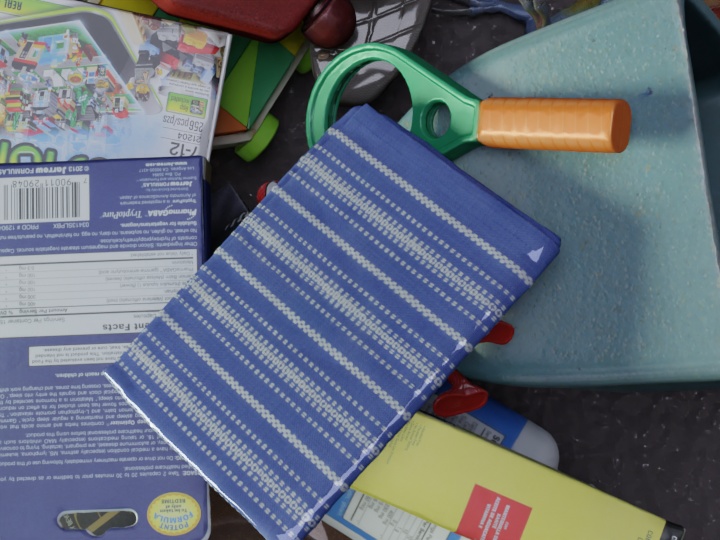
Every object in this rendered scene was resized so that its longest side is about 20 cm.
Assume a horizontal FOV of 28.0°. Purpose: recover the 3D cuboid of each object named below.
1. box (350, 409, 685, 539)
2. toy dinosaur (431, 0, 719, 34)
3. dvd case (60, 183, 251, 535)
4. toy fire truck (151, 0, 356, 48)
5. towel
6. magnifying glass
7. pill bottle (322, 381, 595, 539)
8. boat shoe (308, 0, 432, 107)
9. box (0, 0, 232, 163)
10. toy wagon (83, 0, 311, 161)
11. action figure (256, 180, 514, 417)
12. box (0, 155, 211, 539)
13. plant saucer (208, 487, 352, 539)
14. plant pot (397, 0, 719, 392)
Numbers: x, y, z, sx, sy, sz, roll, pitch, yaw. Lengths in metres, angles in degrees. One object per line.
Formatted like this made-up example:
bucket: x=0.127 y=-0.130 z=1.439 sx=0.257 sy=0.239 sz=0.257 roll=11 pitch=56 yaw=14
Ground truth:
box: x=0.059 y=0.111 z=0.732 sx=0.198 sy=0.075 sz=0.051 roll=24 pitch=85 yaw=-3
toy dinosaur: x=0.132 y=-0.136 z=0.867 sx=0.199 sy=0.105 sz=0.183 roll=34 pitch=96 yaw=4
dvd case: x=-0.118 y=0.061 z=0.811 sx=0.199 sy=0.016 sz=0.149 roll=-37 pitch=59 yaw=1
toy fire truck: x=-0.043 y=-0.219 z=0.817 sx=0.168 sy=0.112 sz=0.201 roll=40 pitch=76 yaw=-14
towel: x=-0.014 y=0.021 z=0.703 sx=0.144 sy=0.024 sz=0.200 roll=37 pitch=78 yaw=30
magnifying glass: x=0.049 y=-0.077 z=0.743 sx=0.198 sy=0.022 sz=0.081 roll=7 pitch=92 yaw=42
pill bottle: x=0.045 y=0.119 z=0.830 sx=0.198 sy=0.112 sz=0.113 roll=31 pitch=86 yaw=8
boat shoe: x=0.014 y=-0.191 z=0.897 sx=0.073 sy=0.073 sz=0.203 roll=13 pitch=78 yaw=4
box: x=-0.178 y=-0.097 z=0.807 sx=0.197 sy=0.035 sz=0.112 roll=10 pitch=89 yaw=-9
toy wagon: x=-0.088 y=-0.172 z=0.884 sx=0.155 sy=0.039 sz=0.201 roll=37 pitch=71 yaw=-20
action figure: x=0.000 y=0.000 z=0.774 sx=0.200 sy=0.051 sz=0.066 roll=42 pitch=124 yaw=46
box: x=-0.137 y=0.043 z=0.761 sx=0.119 sy=0.032 sz=0.203 roll=-2 pitch=82 yaw=0
plant saucer: x=-0.058 y=0.203 z=0.825 sx=0.197 sy=0.037 sz=0.202 roll=9 pitch=47 yaw=-9
plant pot: x=0.119 y=-0.023 z=0.808 sx=0.197 sy=0.195 sz=0.200 roll=-10 pitch=80 yaw=26
